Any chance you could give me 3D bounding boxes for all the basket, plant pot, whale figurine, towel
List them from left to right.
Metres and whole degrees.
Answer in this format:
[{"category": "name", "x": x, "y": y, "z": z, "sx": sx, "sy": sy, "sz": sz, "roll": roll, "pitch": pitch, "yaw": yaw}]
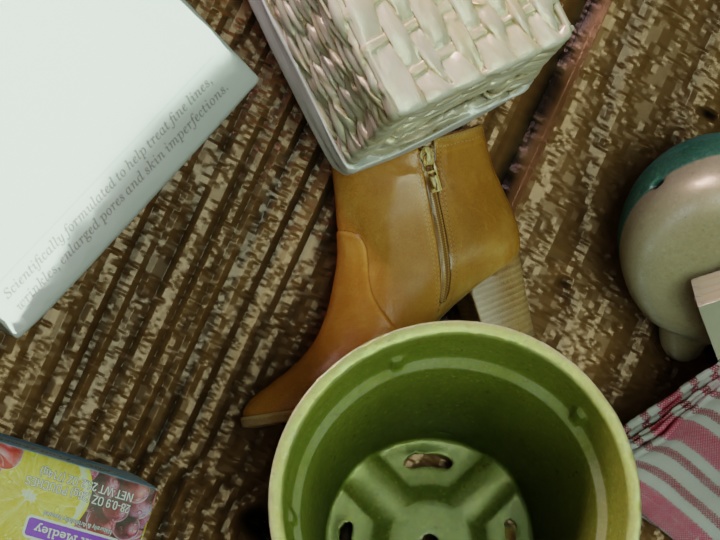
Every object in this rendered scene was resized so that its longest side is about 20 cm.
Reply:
[{"category": "basket", "x": 0.014, "y": -0.176, "z": 1.448, "sx": 0.135, "sy": 0.123, "sz": 0.201, "roll": -26, "pitch": 88, "yaw": -16}, {"category": "plant pot", "x": 0.046, "y": 0.143, "z": 1.455, "sx": 0.199, "sy": 0.184, "sz": 0.201, "roll": 1, "pitch": 78, "yaw": -3}, {"category": "whale figurine", "x": 0.245, "y": -0.005, "z": 1.574, "sx": 0.200, "sy": 0.104, "sz": 0.159, "roll": 36, "pitch": 118, "yaw": -26}, {"category": "towel", "x": 0.252, "y": 0.104, "z": 1.549, "sx": 0.200, "sy": 0.030, "sz": 0.146, "roll": -37, "pitch": 127, "yaw": 24}]

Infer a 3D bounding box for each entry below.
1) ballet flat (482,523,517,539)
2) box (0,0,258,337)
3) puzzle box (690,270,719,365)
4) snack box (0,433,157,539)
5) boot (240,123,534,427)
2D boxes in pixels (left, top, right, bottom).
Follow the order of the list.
[{"category": "ballet flat", "x": 0.132, "y": 0.227, "z": 1.568, "sx": 0.071, "sy": 0.071, "sz": 0.200, "roll": -45, "pitch": 106, "yaw": -11}, {"category": "box", "x": -0.201, "y": -0.104, "z": 1.396, "sx": 0.199, "sy": 0.131, "sz": 0.200, "roll": -47, "pitch": 106, "yaw": -10}, {"category": "puzzle box", "x": 0.287, "y": 0.059, "z": 1.549, "sx": 0.133, "sy": 0.025, "sz": 0.200, "roll": -18, "pitch": 132, "yaw": 9}, {"category": "snack box", "x": -0.225, "y": 0.190, "z": 1.441, "sx": 0.168, "sy": 0.068, "sz": 0.201, "roll": 18, "pitch": 90, "yaw": -20}, {"category": "boot", "x": 0.001, "y": 0.000, "z": 1.513, "sx": 0.200, "sy": 0.071, "sz": 0.145, "roll": -21, "pitch": 94, "yaw": -20}]
